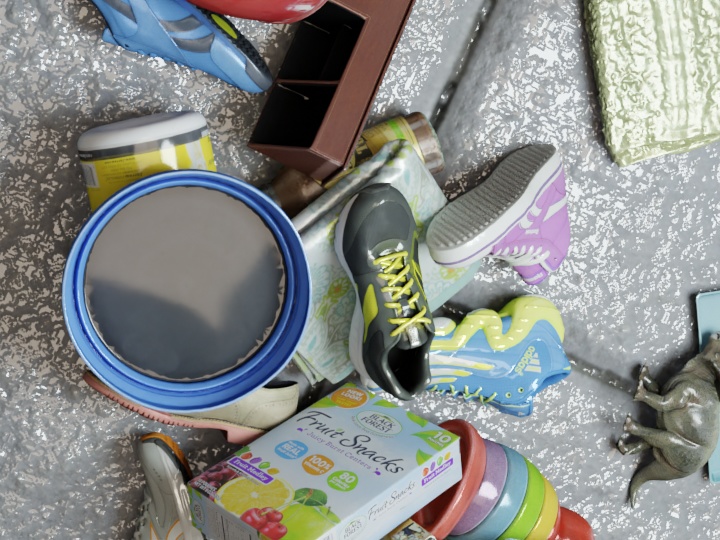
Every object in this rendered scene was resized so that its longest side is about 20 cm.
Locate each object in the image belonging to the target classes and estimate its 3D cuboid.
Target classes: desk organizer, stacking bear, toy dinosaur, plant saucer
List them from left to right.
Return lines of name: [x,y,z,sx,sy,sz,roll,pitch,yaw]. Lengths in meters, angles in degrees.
desk organizer: [-0.020,-0.182,1.147,0.077,0.072,0.200,25,75,-12]
stacking bear: [0.141,0.235,1.277,0.200,0.121,0.114,35,88,-25]
toy dinosaur: [0.309,0.152,1.302,0.102,0.077,0.200,17,98,11]
plant saucer: [0.374,0.113,1.346,0.070,0.019,0.200,-9,102,-10]

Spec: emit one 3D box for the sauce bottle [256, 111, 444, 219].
sauce bottle: [-0.025,-0.080,1.199,0.200,0.065,0.065,-23,104,-9]

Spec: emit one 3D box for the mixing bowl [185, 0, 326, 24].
mixing bowl: [-0.114,-0.287,1.059,0.108,0.200,0.200,-23,108,-44]

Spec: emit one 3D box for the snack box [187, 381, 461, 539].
snack box: [-0.030,0.183,1.165,0.200,0.142,0.053,-29,128,-36]

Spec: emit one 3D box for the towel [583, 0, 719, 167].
towel: [0.284,-0.206,1.257,0.148,0.036,0.200,-14,104,-9]

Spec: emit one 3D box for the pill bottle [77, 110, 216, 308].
pill bottle: [-0.169,-0.031,1.153,0.112,0.112,0.200,-13,103,-10]

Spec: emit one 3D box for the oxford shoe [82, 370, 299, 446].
oxford shoe: [-0.150,0.104,1.210,0.200,0.070,0.075,18,93,-25]

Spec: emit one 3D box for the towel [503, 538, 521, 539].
towel: [0.164,0.308,1.272,0.147,0.022,0.200,7,143,-14]

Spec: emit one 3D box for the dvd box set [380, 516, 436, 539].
dvd box set: [0.047,0.275,1.212,0.029,0.200,0.146,-32,105,-14]

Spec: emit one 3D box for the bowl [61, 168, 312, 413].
bowl: [-0.140,0.015,1.089,0.201,0.039,0.201,-3,103,-11]

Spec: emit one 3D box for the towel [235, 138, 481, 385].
towel: [0.000,0.000,1.191,0.200,0.048,0.171,-39,137,-3]

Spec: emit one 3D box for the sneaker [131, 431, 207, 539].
sneaker: [-0.185,0.248,1.225,0.092,0.076,0.200,-15,102,-5]

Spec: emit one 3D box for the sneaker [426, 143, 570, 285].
sneaker: [0.136,-0.025,1.200,0.200,0.073,0.114,-37,121,-43]

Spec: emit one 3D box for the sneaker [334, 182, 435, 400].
sneaker: [0.032,0.021,1.132,0.074,0.085,0.200,-20,123,-20]

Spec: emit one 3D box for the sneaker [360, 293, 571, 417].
sneaker: [0.105,0.093,1.235,0.200,0.076,0.105,-20,65,-9]

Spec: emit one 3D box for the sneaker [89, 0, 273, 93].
sneaker: [-0.168,-0.208,1.149,0.200,0.066,0.078,38,103,-16]
